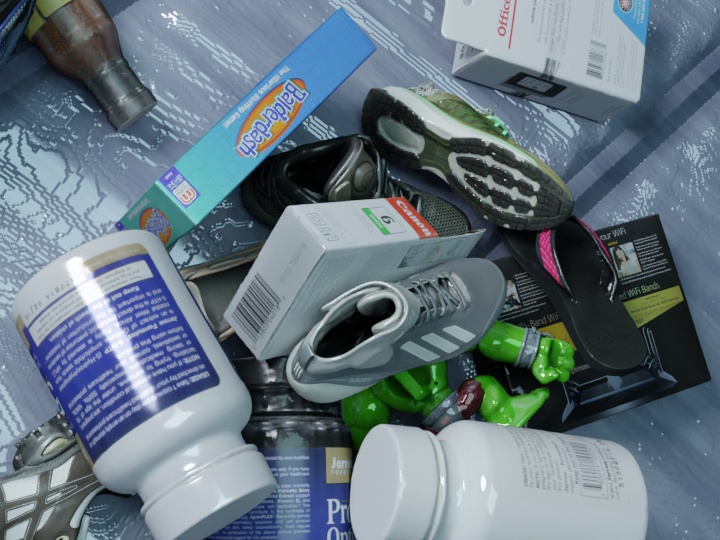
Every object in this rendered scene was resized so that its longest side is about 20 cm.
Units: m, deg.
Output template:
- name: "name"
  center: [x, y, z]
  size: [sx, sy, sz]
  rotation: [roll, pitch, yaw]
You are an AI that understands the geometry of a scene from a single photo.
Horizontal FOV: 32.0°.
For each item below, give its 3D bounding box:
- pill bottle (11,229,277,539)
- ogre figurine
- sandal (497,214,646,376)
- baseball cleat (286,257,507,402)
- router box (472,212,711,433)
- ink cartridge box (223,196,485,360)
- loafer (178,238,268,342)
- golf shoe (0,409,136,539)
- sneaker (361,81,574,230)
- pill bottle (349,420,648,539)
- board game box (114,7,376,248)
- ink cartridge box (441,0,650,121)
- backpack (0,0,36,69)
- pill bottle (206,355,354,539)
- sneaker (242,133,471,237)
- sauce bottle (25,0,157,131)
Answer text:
- name: "pill bottle"
  center: [-0.145, 0.085, 0.866]
  size: [0.119, 0.120, 0.200]
  rotation: [-25, 74, -24]
- name: "ogre figurine"
  center: [0.065, 0.103, 1.005]
  size: [0.120, 0.200, 0.098]
  rotation: [45, 26, 2]
- name: "sandal"
  center: [0.176, -0.004, 1.024]
  size: [0.075, 0.045, 0.200]
  rotation: [-11, 51, -22]
- name: "baseball cleat"
  center: [0.041, 0.034, 0.909]
  size: [0.200, 0.107, 0.070]
  rotation: [-29, 75, -28]
- name: "router box"
  center: [0.193, 0.050, 1.096]
  size: [0.199, 0.052, 0.158]
  rotation: [-14, 86, -23]
- name: "ink cartridge box"
  center: [0.000, 0.000, 0.953]
  size: [0.200, 0.109, 0.050]
  rotation: [-10, 50, -51]
- name: "loafer"
  center: [-0.114, 0.023, 0.968]
  size: [0.200, 0.063, 0.072]
  rotation: [-28, 94, -20]
- name: "golf shoe"
  center: [-0.244, 0.181, 0.886]
  size: [0.200, 0.078, 0.095]
  rotation: [-39, 96, -22]
- name: "sneaker"
  center: [0.101, -0.109, 1.047]
  size: [0.200, 0.077, 0.089]
  rotation: [34, 49, 20]
- name: "pill bottle"
  center: [0.099, 0.170, 0.923]
  size: [0.199, 0.114, 0.115]
  rotation: [11, 77, -21]
- name: "board game box"
  center: [-0.090, -0.100, 0.956]
  size: [0.045, 0.152, 0.200]
  rotation: [47, 68, -8]
- name: "ink cartridge box"
  center: [0.154, -0.220, 1.121]
  size: [0.199, 0.067, 0.116]
  rotation: [14, 76, -19]
- name: "backpack"
  center: [-0.330, -0.180, 0.867]
  size: [0.183, 0.147, 0.200]
  rotation: [33, 94, -12]
- name: "pill bottle"
  center: [-0.060, 0.168, 0.942]
  size: [0.111, 0.112, 0.201]
  rotation: [2, 80, -21]
- name: "sneaker"
  center: [0.013, -0.051, 1.011]
  size: [0.199, 0.114, 0.077]
  rotation: [19, 76, -20]
- name: "sauce bottle"
  center: [-0.232, -0.198, 0.965]
  size: [0.066, 0.066, 0.200]
  rotation: [-37, 97, -23]
